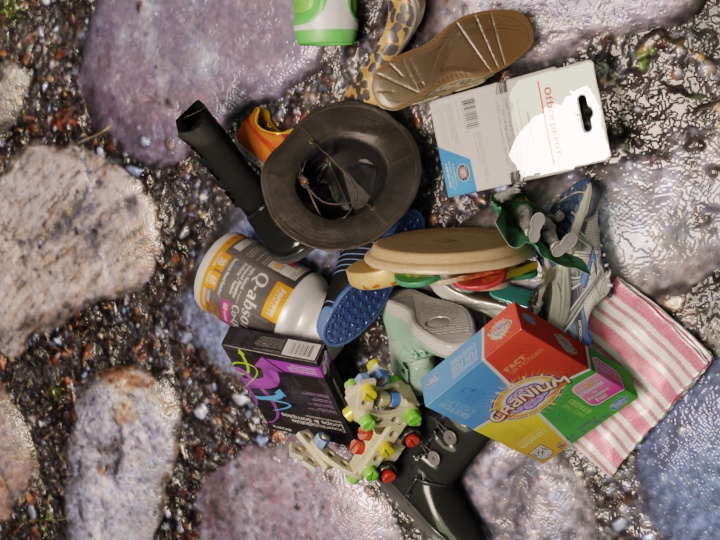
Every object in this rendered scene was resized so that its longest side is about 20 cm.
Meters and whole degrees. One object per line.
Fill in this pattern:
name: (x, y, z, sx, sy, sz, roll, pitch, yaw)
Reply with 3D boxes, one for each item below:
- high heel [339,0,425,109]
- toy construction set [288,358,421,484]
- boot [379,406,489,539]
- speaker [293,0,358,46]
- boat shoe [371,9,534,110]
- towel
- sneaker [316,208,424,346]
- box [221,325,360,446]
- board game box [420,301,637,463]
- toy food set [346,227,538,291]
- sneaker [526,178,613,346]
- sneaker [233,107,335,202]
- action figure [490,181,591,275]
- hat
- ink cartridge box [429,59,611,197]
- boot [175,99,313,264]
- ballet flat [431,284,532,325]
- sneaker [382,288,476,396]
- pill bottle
high heel: (0.014, -0.297, 1.205, 0.140, 0.071, 0.203, -14, 102, 22)
toy construction set: (0.001, 0.199, 1.221, 0.200, 0.130, 0.093, -48, 44, 35)
boot: (0.133, 0.239, 1.246, 0.164, 0.065, 0.202, 37, 109, 15)
speaker: (-0.045, -0.381, 1.215, 0.087, 0.088, 0.204, 3, 101, 26)
boat shoe: (0.105, -0.244, 1.155, 0.197, 0.063, 0.074, -21, 89, 2)
towel: (0.296, 0.127, 1.165, 0.146, 0.030, 0.201, 41, 115, 16)
sneaker: (0.000, 0.000, 1.235, 0.077, 0.070, 0.201, 25, 75, 48)
box: (-0.084, 0.155, 1.296, 0.141, 0.036, 0.201, 8, 144, 26)
board game box: (0.189, 0.132, 1.115, 0.153, 0.198, 0.041, -43, 34, 29)
toy food set: (0.098, -0.011, 1.124, 0.196, 0.198, 0.050, 9, 106, 45)
sneaker: (0.249, -0.003, 1.141, 0.084, 0.077, 0.203, 17, 85, -16)
sneaker: (-0.081, -0.140, 1.287, 0.199, 0.073, 0.078, 40, 106, 13)
action figure: (0.186, -0.059, 1.102, 0.117, 0.200, 0.055, 31, 102, -12)
hat: (-0.019, -0.100, 1.208, 0.197, 0.081, 0.204, -2, 66, 4)
ink cartridge box: (0.190, -0.163, 1.144, 0.197, 0.068, 0.118, -10, 95, 29)
boot: (-0.143, -0.112, 1.239, 0.164, 0.065, 0.201, 26, 152, 58)
ballet flat: (0.147, 0.036, 1.211, 0.198, 0.069, 0.070, 25, 109, 20)
sneaker: (0.089, 0.100, 1.196, 0.200, 0.073, 0.120, -149, 48, -67)
pill bottle: (-0.112, 0.039, 1.308, 0.198, 0.116, 0.118, 26, 110, 21)
